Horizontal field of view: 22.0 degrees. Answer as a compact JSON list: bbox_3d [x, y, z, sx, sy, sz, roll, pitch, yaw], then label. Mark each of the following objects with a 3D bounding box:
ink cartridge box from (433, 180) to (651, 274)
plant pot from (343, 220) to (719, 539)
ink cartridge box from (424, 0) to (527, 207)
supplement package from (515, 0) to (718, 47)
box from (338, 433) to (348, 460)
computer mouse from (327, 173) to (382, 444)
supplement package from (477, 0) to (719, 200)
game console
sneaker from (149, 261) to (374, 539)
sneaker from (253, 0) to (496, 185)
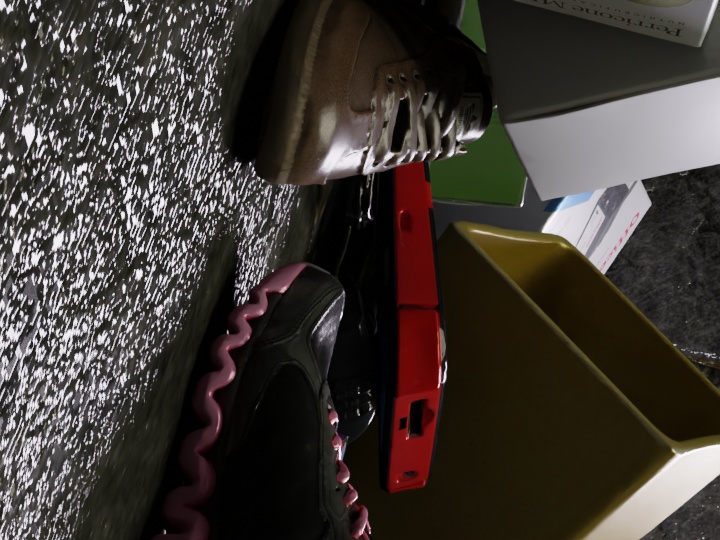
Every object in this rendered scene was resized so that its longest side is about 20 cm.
[{"bbox_3d":[0.130,-0.038,1.357,0.145,0.084,0.200,-55,159,-3],"label":"ink cartridge box"},{"bbox_3d":[0.096,0.110,1.172,0.200,0.194,0.195,-49,159,16],"label":"plant pot"},{"bbox_3d":[0.071,-0.145,0.983,0.104,0.059,0.200,-97,-165,-55],"label":"ink cartridge box"},{"bbox_3d":[0.069,-0.190,0.598,0.200,0.152,0.151,73,34,-77],"label":"supplement package"},{"bbox_3d":[-0.057,0.172,0.837,0.137,0.039,0.200,-11,116,-83],"label":"box"},{"bbox_3d":[0.000,0.000,0.879,0.059,0.034,0.200,-103,-163,-55],"label":"computer mouse"},{"bbox_3d":[0.104,-0.147,0.757,0.121,0.120,0.200,47,33,-72],"label":"supplement package"},{"bbox_3d":[0.019,0.010,0.978,0.200,0.031,0.177,94,-8,-64],"label":"game console"},{"bbox_3d":[-0.026,0.094,0.692,0.079,0.095,0.200,85,20,-66],"label":"sneaker"},{"bbox_3d":[0.015,-0.074,0.726,0.200,0.075,0.071,-57,161,-69],"label":"sneaker"}]
